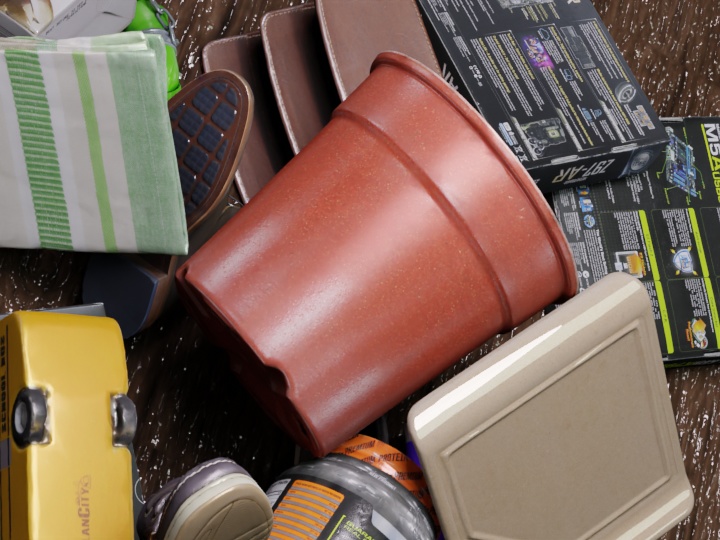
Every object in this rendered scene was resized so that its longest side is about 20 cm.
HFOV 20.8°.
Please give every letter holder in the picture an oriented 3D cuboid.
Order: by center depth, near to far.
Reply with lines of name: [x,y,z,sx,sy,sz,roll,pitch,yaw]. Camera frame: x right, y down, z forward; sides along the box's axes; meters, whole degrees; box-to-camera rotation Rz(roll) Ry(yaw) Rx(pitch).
letter holder: [-0.014,-0.095,1.396,0.141,0.100,0.202,-17,84,-32]

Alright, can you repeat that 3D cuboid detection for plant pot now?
plant pot: [0.000,0.000,1.238,0.195,0.201,0.201,-39,96,-12]

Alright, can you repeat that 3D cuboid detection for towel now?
towel: [-0.210,-0.079,1.203,0.198,0.154,0.023,2,34,9]

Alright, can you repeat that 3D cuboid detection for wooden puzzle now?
wooden puzzle: [0.125,0.122,1.268,0.184,0.037,0.201,-32,124,-18]

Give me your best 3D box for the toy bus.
toy bus: [-0.165,0.125,1.066,0.065,0.078,0.202,6,72,-33]

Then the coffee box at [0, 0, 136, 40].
coffee box: [-0.252,-0.208,1.251,0.199,0.080,0.113,35,54,11]

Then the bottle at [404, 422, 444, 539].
bottle: [0.065,0.203,1.360,0.065,0.083,0.202,5,72,-39]

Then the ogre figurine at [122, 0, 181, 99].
ogre figurine: [-0.187,-0.100,1.301,0.120,0.098,0.199,50,39,13]

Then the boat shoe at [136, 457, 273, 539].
boat shoe: [-0.091,0.144,1.070,0.072,0.200,0.065,-27,68,-15]

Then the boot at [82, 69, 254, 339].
boot: [-0.108,-0.051,1.276,0.075,0.201,0.097,39,26,15]

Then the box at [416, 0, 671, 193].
box: [0.125,-0.156,1.496,0.159,0.044,0.201,-13,65,-33]

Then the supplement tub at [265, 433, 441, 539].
supplement tub: [-0.033,0.207,1.224,0.122,0.122,0.200,44,58,-12]

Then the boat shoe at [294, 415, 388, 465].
boat shoe: [-0.015,0.181,1.330,0.066,0.057,0.202,16,67,-36]

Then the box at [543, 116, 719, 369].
box: [0.224,-0.021,1.548,0.192,0.047,0.202,-4,76,-34]

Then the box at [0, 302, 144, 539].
box: [-0.216,0.137,1.171,0.123,0.148,0.202,-6,78,-36]
